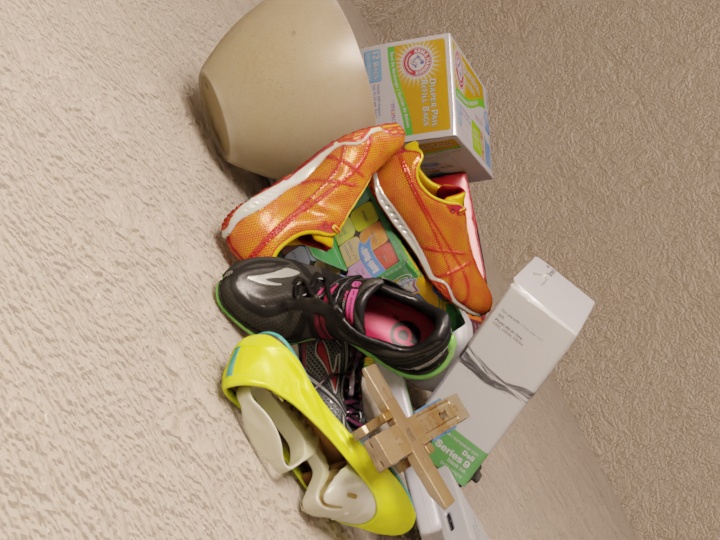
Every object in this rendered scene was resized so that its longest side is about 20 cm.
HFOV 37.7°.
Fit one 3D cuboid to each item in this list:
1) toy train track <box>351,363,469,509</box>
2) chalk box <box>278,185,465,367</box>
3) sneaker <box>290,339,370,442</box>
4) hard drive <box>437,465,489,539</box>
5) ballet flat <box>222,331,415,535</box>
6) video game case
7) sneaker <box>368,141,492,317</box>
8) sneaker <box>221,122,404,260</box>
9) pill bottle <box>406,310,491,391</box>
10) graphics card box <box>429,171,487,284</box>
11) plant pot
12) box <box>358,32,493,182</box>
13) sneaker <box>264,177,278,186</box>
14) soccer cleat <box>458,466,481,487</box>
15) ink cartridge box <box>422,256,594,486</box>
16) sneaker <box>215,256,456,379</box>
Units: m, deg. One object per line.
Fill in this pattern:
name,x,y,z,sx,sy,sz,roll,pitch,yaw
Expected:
toy train track,0.040,0.126,0.808,0.116,0.032,0.200,59,20,10
chalk box,0.000,0.000,1.078,0.200,0.123,0.126,45,18,-52
sneaker,-0.022,0.089,0.883,0.081,0.074,0.202,43,20,-53
hard drive,0.124,0.303,1.031,0.133,0.026,0.201,-104,169,-55
ballet flat,-0.035,0.137,0.771,0.201,0.066,0.067,54,33,-15
video game case,0.040,0.145,0.935,0.182,0.022,0.203,77,-2,-68
sneaker,0.084,-0.034,1.033,0.201,0.077,0.073,54,10,-28
sneaker,-0.033,-0.064,0.948,0.078,0.199,0.073,53,-19,-4
pill bottle,0.113,0.093,1.250,0.198,0.110,0.110,17,39,-42
graphics card box,0.117,-0.030,1.247,0.200,0.050,0.128,55,24,-78
plant pot,-0.084,-0.172,1.054,0.202,0.133,0.201,90,-26,-50
box,0.075,-0.167,1.146,0.200,0.100,0.114,21,64,-71
sneaker,-0.051,-0.080,1.224,0.199,0.074,0.117,1,63,-65
soccer cleat,0.104,0.177,1.216,0.087,0.069,0.200,57,12,-10
ink cartridge box,0.143,0.099,1.076,0.084,0.201,0.146,36,21,9
sneaker,-0.016,0.025,0.835,0.084,0.197,0.078,104,-1,-63
